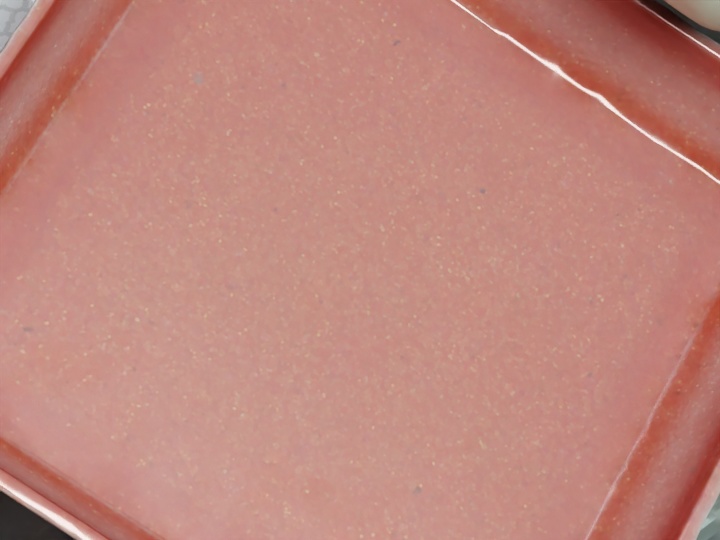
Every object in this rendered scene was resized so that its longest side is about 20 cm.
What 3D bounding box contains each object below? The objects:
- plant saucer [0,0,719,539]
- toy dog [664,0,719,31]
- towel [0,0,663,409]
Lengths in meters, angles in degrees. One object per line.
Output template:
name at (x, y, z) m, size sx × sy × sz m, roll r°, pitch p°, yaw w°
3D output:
plant saucer at (0.000, 0.000, 0.701) m, size 0.199 × 0.037 × 0.200 m, roll 33°, pitch 65°, yaw -5°
toy dog at (0.131, -0.145, 0.704) m, size 0.200 × 0.140 × 0.194 m, roll -43°, pitch 88°, yaw 5°
towel at (-0.040, -0.068, 0.764) m, size 0.190 × 0.032 × 0.201 m, roll -22°, pitch 70°, yaw -25°
